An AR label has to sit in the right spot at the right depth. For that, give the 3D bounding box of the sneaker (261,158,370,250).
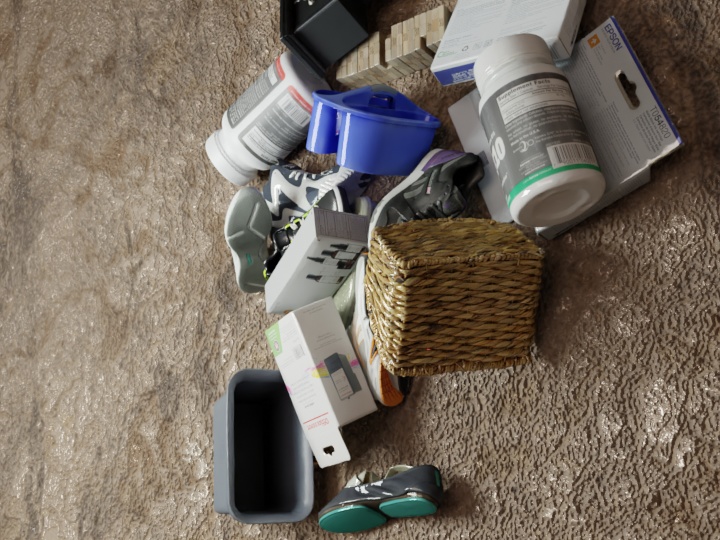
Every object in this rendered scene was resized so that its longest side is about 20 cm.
[{"bbox_3d":[-0.079,-0.136,1.332,0.199,0.079,0.131,-44,64,32],"label":"sneaker"}]

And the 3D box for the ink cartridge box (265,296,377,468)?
[{"bbox_3d":[-0.047,0.151,1.193,0.117,0.066,0.204,-34,77,60],"label":"ink cartridge box"}]

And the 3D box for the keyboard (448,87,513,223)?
[{"bbox_3d":[0.170,-0.153,1.195,0.056,0.011,0.203,-35,59,31],"label":"keyboard"}]

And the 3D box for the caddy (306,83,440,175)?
[{"bbox_3d":[0.019,-0.199,1.210,0.140,0.198,0.107,28,112,38],"label":"caddy"}]

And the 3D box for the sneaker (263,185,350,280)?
[{"bbox_3d":[-0.081,-0.041,1.269,0.201,0.081,0.073,-55,42,41],"label":"sneaker"}]

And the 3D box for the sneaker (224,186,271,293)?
[{"bbox_3d":[-0.171,-0.056,1.332,0.069,0.202,0.081,-9,51,-13],"label":"sneaker"}]

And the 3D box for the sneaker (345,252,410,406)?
[{"bbox_3d":[0.005,0.078,1.190,0.091,0.075,0.205,2,100,46],"label":"sneaker"}]

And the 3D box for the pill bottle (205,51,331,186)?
[{"bbox_3d":[-0.142,-0.231,1.382,0.199,0.115,0.117,-38,58,23],"label":"pill bottle"}]

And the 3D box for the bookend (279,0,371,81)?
[{"bbox_3d":[-0.019,-0.419,1.312,0.197,0.092,0.203,-31,40,25],"label":"bookend"}]

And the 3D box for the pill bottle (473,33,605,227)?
[{"bbox_3d":[0.201,-0.164,1.036,0.112,0.112,0.204,-27,63,28],"label":"pill bottle"}]

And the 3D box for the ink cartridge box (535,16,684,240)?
[{"bbox_3d":[0.270,-0.173,1.094,0.198,0.040,0.203,-32,61,26],"label":"ink cartridge box"}]

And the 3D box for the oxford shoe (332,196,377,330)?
[{"bbox_3d":[0.000,0.000,1.252,0.075,0.057,0.205,22,100,63],"label":"oxford shoe"}]

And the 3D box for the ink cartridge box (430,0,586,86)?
[{"bbox_3d":[0.204,-0.344,1.173,0.197,0.041,0.203,-3,56,42],"label":"ink cartridge box"}]

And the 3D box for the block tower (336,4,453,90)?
[{"bbox_3d":[0.050,-0.317,1.299,0.197,0.054,0.059,-11,71,35],"label":"block tower"}]

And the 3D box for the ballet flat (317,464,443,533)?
[{"bbox_3d":[0.028,0.291,1.155,0.198,0.072,0.075,-24,64,37],"label":"ballet flat"}]

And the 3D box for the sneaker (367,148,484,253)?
[{"bbox_3d":[0.086,-0.083,1.146,0.087,0.076,0.201,7,54,50],"label":"sneaker"}]

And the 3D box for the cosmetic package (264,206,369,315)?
[{"bbox_3d":[-0.063,-0.005,1.228,0.201,0.081,0.052,126,146,-49],"label":"cosmetic package"}]

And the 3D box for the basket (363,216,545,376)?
[{"bbox_3d":[0.104,0.027,1.083,0.143,0.195,0.152,-130,39,-61],"label":"basket"}]

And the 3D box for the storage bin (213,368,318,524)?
[{"bbox_3d":[-0.141,0.252,1.256,0.134,0.143,0.205,-31,58,58],"label":"storage bin"}]
